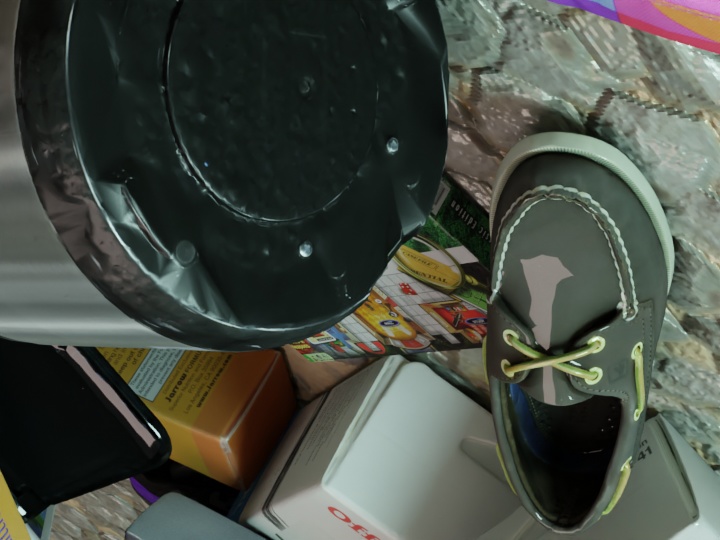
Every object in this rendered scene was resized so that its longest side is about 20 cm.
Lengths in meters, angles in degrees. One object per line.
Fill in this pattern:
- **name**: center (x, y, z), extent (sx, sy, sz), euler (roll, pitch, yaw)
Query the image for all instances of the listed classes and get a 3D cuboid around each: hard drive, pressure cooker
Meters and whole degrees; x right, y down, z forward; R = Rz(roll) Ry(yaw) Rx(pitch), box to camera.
- **hard drive**: center (-0.040, 0.195, 1.065), extent (0.200, 0.042, 0.135), euler (31, 160, 3)
- **pressure cooker**: center (-0.091, -0.057, 0.674), extent (0.200, 0.179, 0.176), euler (-1, 143, 50)

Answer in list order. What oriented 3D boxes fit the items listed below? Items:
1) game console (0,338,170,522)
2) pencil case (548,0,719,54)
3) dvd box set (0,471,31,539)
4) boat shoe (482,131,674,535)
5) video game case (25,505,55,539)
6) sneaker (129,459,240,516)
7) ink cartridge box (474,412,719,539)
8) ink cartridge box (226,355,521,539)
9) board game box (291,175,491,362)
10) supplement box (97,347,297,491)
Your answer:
- **game console**: center (-0.186, 0.012, 0.933), extent (0.200, 0.116, 0.176), euler (52, -168, -16)
- **pencil case**: center (0.107, -0.092, 0.489), extent (0.199, 0.089, 0.089), euler (21, 154, 24)
- **dvd box set**: center (-0.236, 0.083, 0.911), extent (0.146, 0.029, 0.201), euler (11, 134, 29)
- **boat shoe**: center (0.084, 0.031, 0.751), extent (0.071, 0.061, 0.202), euler (7, 143, 16)
- **video game case**: center (-0.238, 0.063, 1.059), extent (0.200, 0.022, 0.182), euler (53, 179, -9)
- **sneaker**: center (-0.068, 0.136, 1.156), extent (0.199, 0.070, 0.100), euler (18, 151, 27)
- **ink cartridge box**: center (0.146, 0.187, 0.889), extent (0.200, 0.147, 0.086), euler (43, -164, -28)
- **ink cartridge box**: center (0.025, 0.134, 1.019), extent (0.146, 0.084, 0.200), euler (35, 158, -7)
- **board game box**: center (0.000, 0.000, 0.871), extent (0.105, 0.024, 0.200), euler (44, 153, -22)
- **supplement box**: center (-0.138, 0.049, 1.076), extent (0.199, 0.069, 0.067), euler (20, 153, 20)
